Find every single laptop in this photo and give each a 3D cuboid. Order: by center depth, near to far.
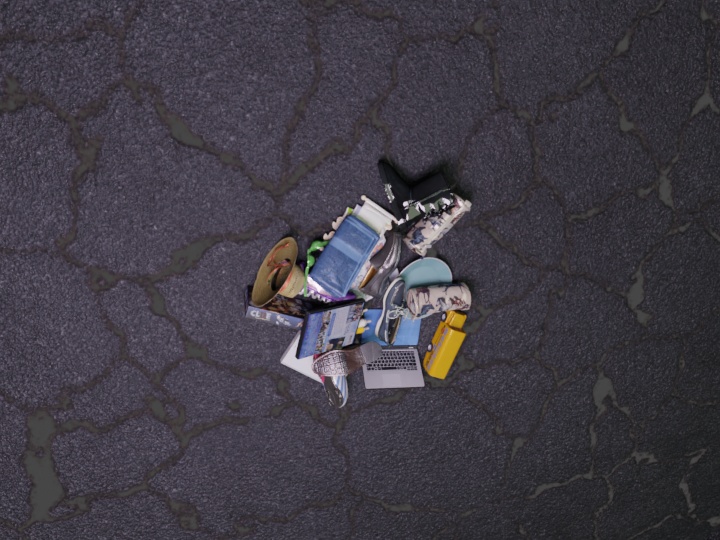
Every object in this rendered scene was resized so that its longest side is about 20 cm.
[{"bbox_3d":[0.100,0.230,1.516,0.184,0.203,0.117,1,144,-14],"label":"laptop"}]

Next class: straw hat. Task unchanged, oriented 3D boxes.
[{"bbox_3d":[-0.187,0.019,1.315,0.085,0.201,0.202,34,100,-31],"label":"straw hat"}]

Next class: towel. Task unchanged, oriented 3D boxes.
[{"bbox_3d":[-0.041,-0.037,1.337,0.111,0.048,0.202,35,78,-13],"label":"towel"}]

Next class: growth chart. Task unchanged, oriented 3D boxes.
[{"bbox_3d":[-0.007,-0.101,1.391,0.144,0.018,0.201,38,92,-11],"label":"growth chart"}]

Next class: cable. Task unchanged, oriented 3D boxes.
[{"bbox_3d":[-0.062,0.157,1.437,0.198,0.050,0.099,-23,123,-26],"label":"cable"}]

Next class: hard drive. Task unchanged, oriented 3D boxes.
[{"bbox_3d":[-0.117,0.256,1.515,0.198,0.026,0.133,31,100,-22],"label":"hard drive"}]

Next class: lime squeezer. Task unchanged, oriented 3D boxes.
[{"bbox_3d":[-0.114,-0.031,1.356,0.070,0.038,0.201,40,75,-18],"label":"lime squeezer"}]

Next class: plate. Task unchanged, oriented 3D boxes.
[{"bbox_3d":[0.175,0.050,1.500,0.197,0.026,0.203,-11,120,-19],"label":"plate"}]

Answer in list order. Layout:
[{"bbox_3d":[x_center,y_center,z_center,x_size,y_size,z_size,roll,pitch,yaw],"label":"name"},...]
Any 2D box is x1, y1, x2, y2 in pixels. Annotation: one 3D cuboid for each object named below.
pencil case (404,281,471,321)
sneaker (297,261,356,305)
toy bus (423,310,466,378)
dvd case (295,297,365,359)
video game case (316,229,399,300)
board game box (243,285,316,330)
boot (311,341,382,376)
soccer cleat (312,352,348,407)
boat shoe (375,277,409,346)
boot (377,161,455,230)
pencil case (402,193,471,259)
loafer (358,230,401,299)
[{"bbox_3d":[0.225,0.086,1.478,0.197,0.078,0.091,-7,109,-20],"label":"pencil case"},{"bbox_3d":[-0.100,0.035,1.391,0.197,0.081,0.090,20,100,-5],"label":"sneaker"},{"bbox_3d":[0.260,0.220,1.569,0.064,0.078,0.203,17,105,-20],"label":"toy bus"},{"bbox_3d":[-0.077,0.150,1.357,0.198,0.017,0.145,-9,124,-43],"label":"dvd case"},{"bbox_3d":[0.000,0.000,1.448,0.198,0.024,0.184,-26,115,-4],"label":"video game case"},{"bbox_3d":[-0.209,0.104,1.373,0.197,0.136,0.035,16,106,-20],"label":"board game box"},{"bbox_3d":[-0.038,0.247,1.436,0.197,0.097,0.076,-14,84,-5],"label":"boot"},{"bbox_3d":[-0.084,0.294,1.494,0.069,0.086,0.203,-14,93,20],"label":"soccer cleat"},{"bbox_3d":[0.094,0.117,1.439,0.074,0.062,0.203,-4,121,-43],"label":"boat shoe"},{"bbox_3d":[0.147,-0.215,1.340,0.160,0.073,0.201,-22,91,8],"label":"boot"},{"bbox_3d":[0.210,-0.127,1.410,0.200,0.090,0.078,-45,129,4],"label":"pencil case"},{"bbox_3d":[0.056,-0.017,1.404,0.071,0.073,0.203,13,107,-18],"label":"loafer"}]
